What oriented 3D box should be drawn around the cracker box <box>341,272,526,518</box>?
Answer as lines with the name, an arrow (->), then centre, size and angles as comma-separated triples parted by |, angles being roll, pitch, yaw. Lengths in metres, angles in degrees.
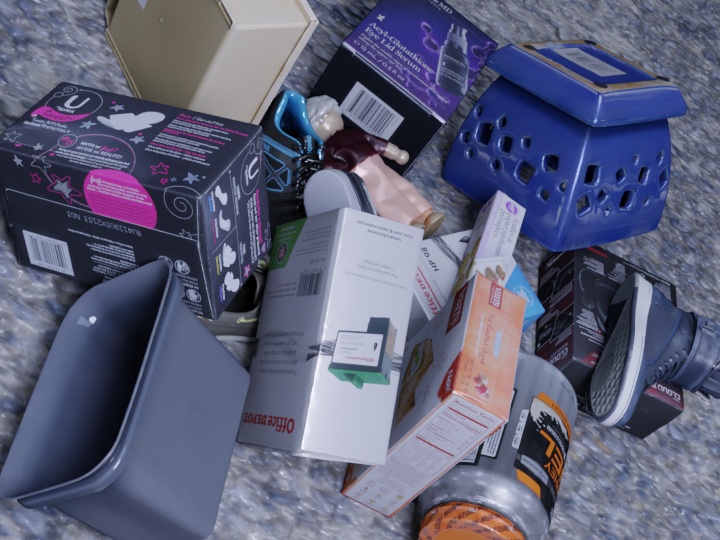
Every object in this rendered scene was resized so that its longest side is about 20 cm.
cracker box -> 0.063, 0.113, 0.983 | 0.057, 0.200, 0.135 | 29, 45, -12

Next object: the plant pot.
plant pot -> 0.239, -0.154, 1.273 | 0.199, 0.181, 0.200 | -12, 38, -38

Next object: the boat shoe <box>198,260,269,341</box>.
boat shoe -> -0.109, 0.025, 1.034 | 0.200, 0.060, 0.072 | -7, 62, -37

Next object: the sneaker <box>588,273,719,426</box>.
sneaker -> 0.316, 0.106, 1.138 | 0.146, 0.077, 0.203 | 33, 45, -4

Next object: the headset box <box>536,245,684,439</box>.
headset box -> 0.275, 0.080, 1.239 | 0.148, 0.077, 0.201 | 24, 48, -16

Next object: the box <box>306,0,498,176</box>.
box -> 0.051, -0.232, 1.306 | 0.148, 0.104, 0.200 | 36, 45, -4

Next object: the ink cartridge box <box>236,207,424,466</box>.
ink cartridge box -> -0.029, 0.059, 0.951 | 0.084, 0.146, 0.202 | 14, 81, -25

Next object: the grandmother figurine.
grandmother figurine -> 0.000, -0.111, 1.216 | 0.200, 0.061, 0.121 | 50, 39, 13

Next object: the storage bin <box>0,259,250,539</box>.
storage bin -> -0.176, 0.121, 0.879 | 0.134, 0.145, 0.201 | 47, 37, -34

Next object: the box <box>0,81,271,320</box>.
box -> -0.188, -0.061, 0.944 | 0.198, 0.133, 0.115 | 15, 42, 18

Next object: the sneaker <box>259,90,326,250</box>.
sneaker -> -0.068, -0.091, 1.134 | 0.073, 0.082, 0.201 | -2, 59, -35

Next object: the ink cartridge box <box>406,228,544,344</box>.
ink cartridge box -> 0.082, 0.031, 1.152 | 0.199, 0.067, 0.116 | -14, 66, -40

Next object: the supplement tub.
supplement tub -> 0.125, 0.181, 1.029 | 0.122, 0.123, 0.201 | 33, 46, -8

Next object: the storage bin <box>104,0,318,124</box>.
storage bin -> -0.161, -0.250, 1.111 | 0.093, 0.200, 0.200 | -12, 65, -37

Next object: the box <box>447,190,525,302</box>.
box -> 0.124, 0.000, 1.128 | 0.039, 0.041, 0.201 | 33, 46, -9

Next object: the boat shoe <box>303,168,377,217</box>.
boat shoe -> 0.000, 0.000, 1.082 | 0.068, 0.071, 0.202 | -6, 78, -56
